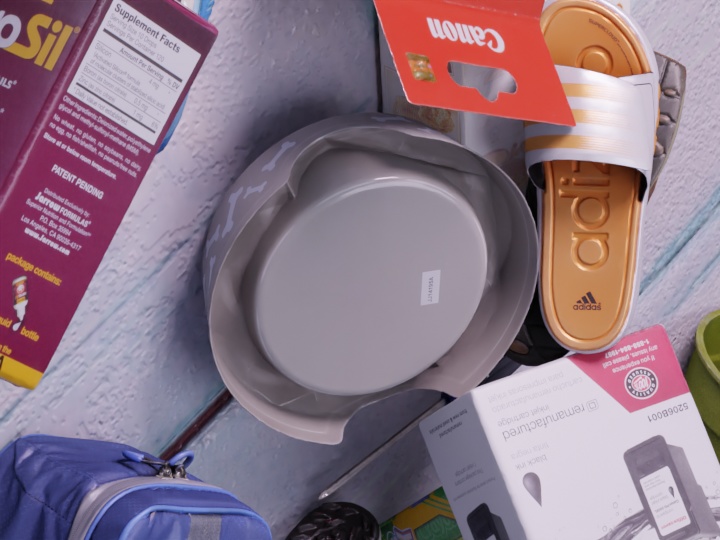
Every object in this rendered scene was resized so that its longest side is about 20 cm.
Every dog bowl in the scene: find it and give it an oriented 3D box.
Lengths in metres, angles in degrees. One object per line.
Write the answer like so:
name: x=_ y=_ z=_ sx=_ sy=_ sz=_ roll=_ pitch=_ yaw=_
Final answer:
dog bowl: x=0.000 y=0.000 z=1.538 sx=0.199 sy=0.059 sz=0.201 roll=-11 pitch=124 yaw=-17

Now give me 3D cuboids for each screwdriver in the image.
screwdriver: x=0.045 y=0.094 z=1.718 sx=0.200 sy=0.029 sz=0.028 roll=-40 pitch=136 yaw=-37

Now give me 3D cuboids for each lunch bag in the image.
lunch bag: x=-0.136 y=0.187 z=1.474 sx=0.136 sy=0.132 sz=0.201 roll=9 pitch=104 yaw=-52

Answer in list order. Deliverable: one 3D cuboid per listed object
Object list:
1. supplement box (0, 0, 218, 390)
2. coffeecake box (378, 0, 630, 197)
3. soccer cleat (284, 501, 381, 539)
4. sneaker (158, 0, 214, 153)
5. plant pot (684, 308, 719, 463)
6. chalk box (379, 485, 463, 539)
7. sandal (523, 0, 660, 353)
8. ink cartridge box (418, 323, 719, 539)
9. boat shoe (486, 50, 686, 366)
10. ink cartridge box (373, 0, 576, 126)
supplement box: x=-0.172 y=-0.060 z=1.311 sx=0.086 sy=0.110 sz=0.201 roll=30 pitch=85 yaw=-52
coffeecake box: x=0.089 y=-0.106 z=1.629 sx=0.153 sy=0.073 sz=0.201 roll=-31 pitch=131 yaw=-36
soccer cleat: x=-0.059 y=0.226 z=1.647 sx=0.200 sy=0.068 sz=0.073 roll=-41 pitch=144 yaw=-30
sneaker: x=-0.086 y=-0.151 z=1.394 sx=0.090 sy=0.078 sz=0.201 roll=1 pitch=109 yaw=-54
plant pot: x=0.299 y=0.161 z=1.955 sx=0.200 sy=0.200 sz=0.194 roll=-8 pitch=128 yaw=-48
chalk box: x=0.100 y=0.183 z=1.722 sx=0.123 sy=0.125 sz=0.200 roll=-24 pitch=171 yaw=-29
sandal: x=0.133 y=-0.054 z=1.538 sx=0.059 sy=0.079 sz=0.208 roll=-33 pitch=121 yaw=-82
ink cartridge box: x=0.143 y=0.153 z=1.587 sx=0.145 sy=0.083 sz=0.201 roll=-17 pitch=80 yaw=-27
boat shoe: x=0.134 y=-0.039 z=1.611 sx=0.201 sy=0.075 sz=0.074 roll=-64 pitch=166 yaw=7
ink cartridge box: x=0.056 y=-0.183 z=1.468 sx=0.057 sy=0.201 sz=0.162 roll=-36 pitch=156 yaw=32
